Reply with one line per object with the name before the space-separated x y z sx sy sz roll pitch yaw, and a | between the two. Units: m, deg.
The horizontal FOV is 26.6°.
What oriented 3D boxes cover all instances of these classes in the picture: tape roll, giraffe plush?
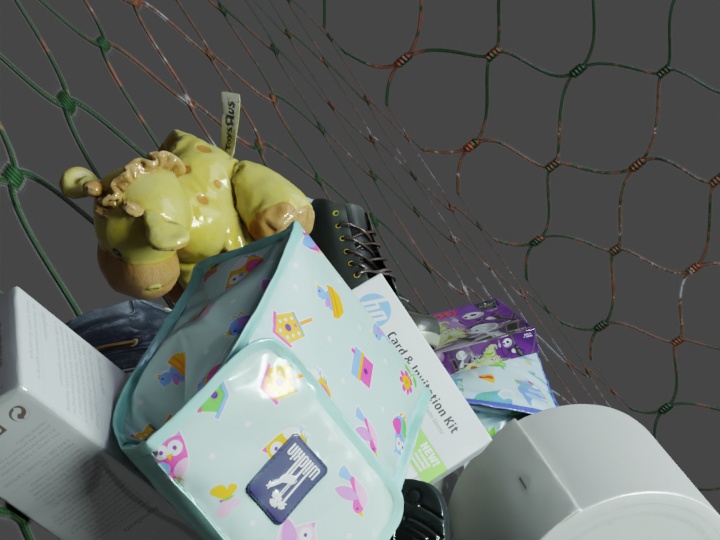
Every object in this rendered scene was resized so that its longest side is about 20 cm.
tape roll | 0.182 0.227 1.215 0.203 0.203 0.139 46 6 -29
giraffe plush | -0.149 -0.037 1.239 0.162 0.172 0.201 -19 102 -53

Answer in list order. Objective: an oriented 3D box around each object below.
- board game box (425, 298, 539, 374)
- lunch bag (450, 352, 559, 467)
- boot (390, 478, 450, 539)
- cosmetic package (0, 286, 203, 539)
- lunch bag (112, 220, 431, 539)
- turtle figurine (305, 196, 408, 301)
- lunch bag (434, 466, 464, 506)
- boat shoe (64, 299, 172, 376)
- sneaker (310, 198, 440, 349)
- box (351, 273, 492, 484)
board game box | 0.053 0.073 1.420 0.120 0.199 0.032 -145 -138 -75
lunch bag | 0.088 0.131 1.490 0.170 0.199 0.128 -99 180 -66
boot | 0.046 0.257 1.129 0.168 0.076 0.201 23 75 -65
cosmetic package | -0.166 0.111 0.929 0.200 0.074 0.102 47 14 -35
lunch bag | -0.054 0.097 0.940 0.170 0.122 0.200 53 33 -24
turtle figurine | -0.062 -0.003 1.423 0.200 0.101 0.150 17 -29 33
lunch bag | 0.003 0.162 1.251 0.200 0.139 0.168 32 37 -60
boat shoe | -0.111 0.061 1.080 0.200 0.071 0.091 -3 44 -29
sneaker | 0.000 0.000 1.285 0.075 0.107 0.200 18 0 -43
box | -0.026 0.119 1.135 0.156 0.200 0.041 57 -17 11
